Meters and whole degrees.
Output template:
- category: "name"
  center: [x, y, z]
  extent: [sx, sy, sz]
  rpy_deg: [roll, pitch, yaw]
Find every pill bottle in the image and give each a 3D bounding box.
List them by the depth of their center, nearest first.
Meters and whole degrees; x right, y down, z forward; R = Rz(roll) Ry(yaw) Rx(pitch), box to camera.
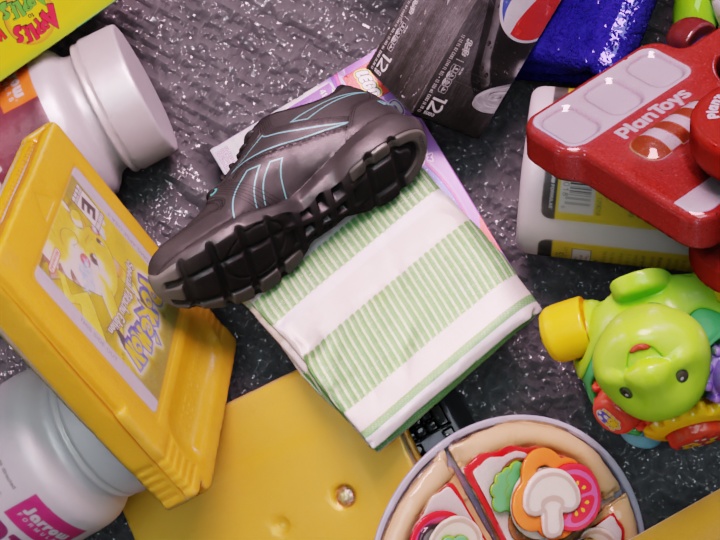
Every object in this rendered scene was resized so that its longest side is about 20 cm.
- category: "pill bottle"
  center: [-0.221, 0.132, 1.059]
  extent: [0.200, 0.113, 0.114]
  rpy_deg: [-30, 80, 18]
- category: "pill bottle"
  center: [0.204, -0.055, 1.064]
  extent: [0.199, 0.111, 0.112]
  rpy_deg: [7, 83, 7]
- category: "pill bottle"
  center: [-0.233, -0.079, 1.113]
  extent: [0.199, 0.114, 0.114]
  rpy_deg: [-27, 80, 2]

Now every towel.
- category: "towel"
  center: [0.000, 0.000, 1.061]
  extent: [0.152, 0.023, 0.200]
  rpy_deg: [-40, 68, -8]
- category: "towel"
  center: [0.150, -0.222, 1.081]
  extent: [0.049, 0.148, 0.201]
  rpy_deg: [20, 87, -31]

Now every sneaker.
- category: "sneaker"
  center: [-0.054, -0.048, 1.045]
  extent: [0.200, 0.076, 0.079]
  rpy_deg: [-33, 57, -15]

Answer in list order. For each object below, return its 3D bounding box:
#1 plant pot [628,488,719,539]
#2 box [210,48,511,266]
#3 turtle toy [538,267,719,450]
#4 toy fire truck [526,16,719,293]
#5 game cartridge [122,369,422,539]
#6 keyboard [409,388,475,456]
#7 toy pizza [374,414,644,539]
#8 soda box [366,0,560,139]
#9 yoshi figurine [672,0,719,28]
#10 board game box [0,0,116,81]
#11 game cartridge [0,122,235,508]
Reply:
- category: "plant pot"
  center: [0.212, 0.275, 0.948]
  extent: [0.200, 0.176, 0.200]
  rpy_deg: [-29, 108, 1]
- category: "box"
  center: [0.006, -0.031, 1.118]
  extent: [0.137, 0.039, 0.200]
  rpy_deg: [-30, 80, 2]
- category: "turtle toy"
  center: [0.190, 0.054, 1.009]
  extent: [0.145, 0.200, 0.101]
  rpy_deg: [-19, 68, 19]
- category: "toy fire truck"
  center: [0.218, -0.092, 0.966]
  extent: [0.200, 0.112, 0.168]
  rpy_deg: [-35, 49, -22]
- category: "game cartridge"
  center: [-0.048, 0.165, 1.082]
  extent: [0.199, 0.032, 0.177]
  rpy_deg: [-26, 84, 15]
- category: "keyboard"
  center: [0.049, 0.181, 1.094]
  extent: [0.127, 0.021, 0.200]
  rpy_deg: [-30, 79, 1]
- category: "toy pizza"
  center: [0.099, 0.191, 1.034]
  extent: [0.199, 0.032, 0.201]
  rpy_deg: [-1, 93, -23]
- category: "soda box"
  center: [0.088, -0.190, 1.056]
  extent: [0.200, 0.063, 0.071]
  rpy_deg: [-60, 40, 18]
- category: "yoshi figurine"
  center: [0.241, -0.221, 1.106]
  extent: [0.112, 0.112, 0.201]
  rpy_deg: [1, 94, 39]
- category: "board game box"
  center: [-0.251, -0.158, 1.091]
  extent: [0.200, 0.101, 0.048]
  rpy_deg: [-42, 118, -28]
- category: "game cartridge"
  center: [-0.150, 0.027, 1.006]
  extent: [0.032, 0.177, 0.200]
  rpy_deg: [-30, 116, 20]
